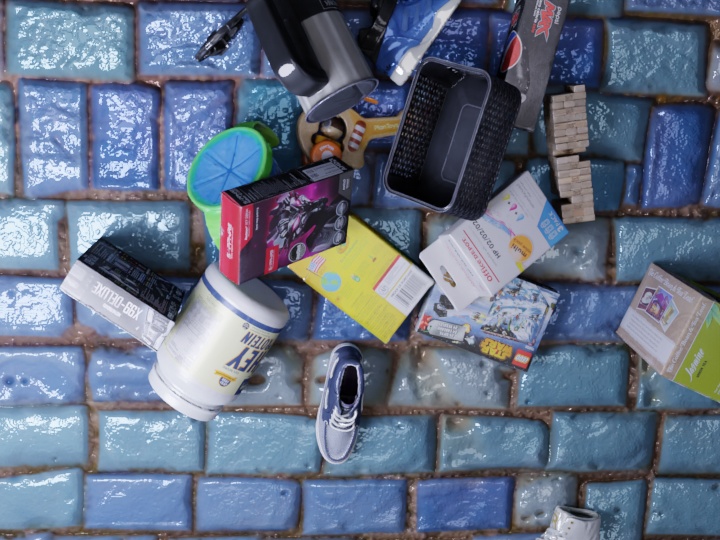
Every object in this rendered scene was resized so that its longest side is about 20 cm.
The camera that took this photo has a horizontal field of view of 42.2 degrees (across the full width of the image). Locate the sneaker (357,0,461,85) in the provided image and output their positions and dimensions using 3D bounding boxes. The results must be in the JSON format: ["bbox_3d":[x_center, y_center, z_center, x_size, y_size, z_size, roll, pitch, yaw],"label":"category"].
[{"bbox_3d":[0.073,-0.379,1.337,0.110,0.077,0.202,35,92,-4],"label":"sneaker"}]

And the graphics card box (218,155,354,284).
[{"bbox_3d":[-0.101,-0.071,1.290,0.198,0.051,0.128,-23,134,-36],"label":"graphics card box"}]

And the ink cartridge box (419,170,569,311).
[{"bbox_3d":[0.200,-0.041,1.405,0.199,0.068,0.116,-38,95,-9],"label":"ink cartridge box"}]

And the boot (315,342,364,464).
[{"bbox_3d":[-0.031,0.222,1.466,0.071,0.090,0.205,3,103,-5],"label":"boot"}]

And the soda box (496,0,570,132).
[{"bbox_3d":[0.245,-0.312,1.375,0.069,0.063,0.204,12,102,-7],"label":"soda box"}]

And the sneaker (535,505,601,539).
[{"bbox_3d":[0.311,0.450,1.564,0.195,0.074,0.118,-4,103,-14],"label":"sneaker"}]

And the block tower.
[{"bbox_3d":[0.316,-0.177,1.418,0.056,0.054,0.205,-7,103,-3],"label":"block tower"}]

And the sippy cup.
[{"bbox_3d":[-0.160,-0.113,1.345,0.178,0.139,0.130,-46,141,-3],"label":"sippy cup"}]

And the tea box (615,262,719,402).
[{"bbox_3d":[0.530,0.104,1.428,0.194,0.200,0.136,24,101,-9],"label":"tea box"}]

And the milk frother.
[{"bbox_3d":[-0.110,-0.293,1.302,0.199,0.179,0.191,-32,83,46],"label":"milk frother"}]

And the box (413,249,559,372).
[{"bbox_3d":[0.198,0.062,1.473,0.196,0.040,0.139,21,100,-9],"label":"box"}]

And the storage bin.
[{"bbox_3d":[0.131,-0.187,1.341,0.093,0.134,0.204,7,103,-51],"label":"storage bin"}]

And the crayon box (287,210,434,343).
[{"bbox_3d":[0.000,0.000,1.436,0.199,0.051,0.128,38,97,-13],"label":"crayon box"}]

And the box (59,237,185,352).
[{"bbox_3d":[-0.334,0.029,1.338,0.156,0.200,0.050,34,95,-12],"label":"box"}]

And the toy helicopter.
[{"bbox_3d":[0.000,-0.219,1.384,0.195,0.079,0.136,-9,96,-14],"label":"toy helicopter"}]

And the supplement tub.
[{"bbox_3d":[-0.214,0.106,1.396,0.144,0.145,0.202,32,99,-11],"label":"supplement tub"}]
